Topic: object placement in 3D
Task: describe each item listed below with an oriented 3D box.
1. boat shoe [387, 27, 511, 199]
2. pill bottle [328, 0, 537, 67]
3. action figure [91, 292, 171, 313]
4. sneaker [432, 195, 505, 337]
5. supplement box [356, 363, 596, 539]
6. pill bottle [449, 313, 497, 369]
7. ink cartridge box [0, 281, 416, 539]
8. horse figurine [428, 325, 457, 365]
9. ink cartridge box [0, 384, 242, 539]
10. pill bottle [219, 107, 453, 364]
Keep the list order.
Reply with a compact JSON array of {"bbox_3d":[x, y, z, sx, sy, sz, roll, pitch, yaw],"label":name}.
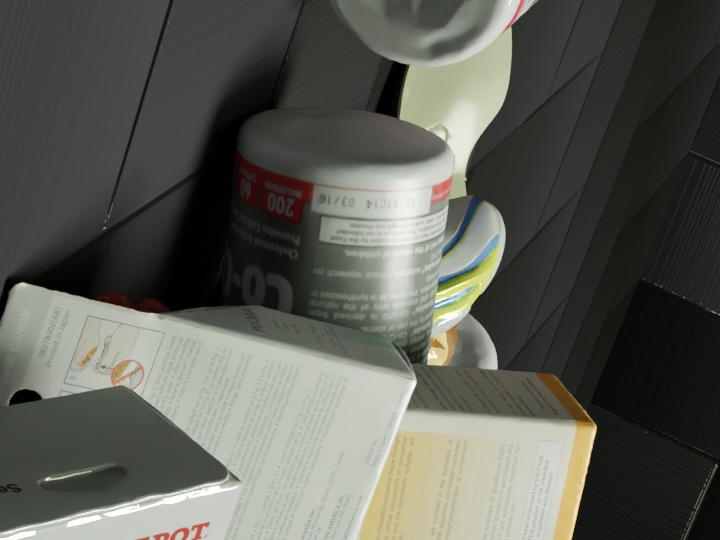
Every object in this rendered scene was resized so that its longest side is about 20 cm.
[{"bbox_3d":[0.044,-0.089,1.581,0.063,0.073,0.202,26,-74,64],"label":"boat shoe"},{"bbox_3d":[0.063,-0.189,1.329,0.200,0.110,0.111,-46,157,-59],"label":"pill bottle"},{"bbox_3d":[-0.117,0.062,1.188,0.200,0.052,0.066,103,11,-62],"label":"action figure"},{"bbox_3d":[0.000,0.000,1.419,0.200,0.076,0.105,-41,134,-22],"label":"sneaker"},{"bbox_3d":[0.004,0.113,1.237,0.074,0.199,0.126,-126,-135,-65],"label":"supplement box"},{"bbox_3d":[0.021,0.122,1.760,0.116,0.116,0.200,-52,163,-49],"label":"pill bottle"},{"bbox_3d":[-0.092,0.090,1.131,0.161,0.199,0.050,-69,-158,15],"label":"ink cartridge box"},{"bbox_3d":[0.001,0.053,1.532,0.200,0.050,0.133,-43,130,-10],"label":"horse figurine"},{"bbox_3d":[-0.151,0.158,1.033,0.145,0.084,0.200,-9,127,-46],"label":"ink cartridge box"},{"bbox_3d":[-0.018,0.024,1.301,0.114,0.114,0.201,-38,138,-66],"label":"pill bottle"}]
